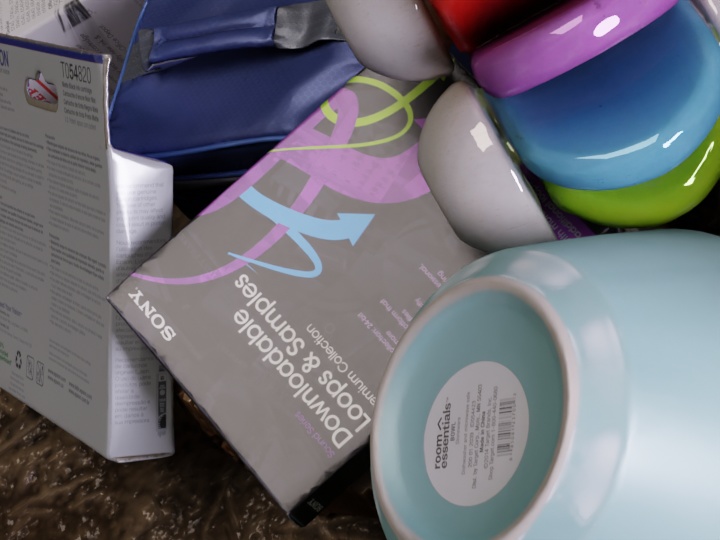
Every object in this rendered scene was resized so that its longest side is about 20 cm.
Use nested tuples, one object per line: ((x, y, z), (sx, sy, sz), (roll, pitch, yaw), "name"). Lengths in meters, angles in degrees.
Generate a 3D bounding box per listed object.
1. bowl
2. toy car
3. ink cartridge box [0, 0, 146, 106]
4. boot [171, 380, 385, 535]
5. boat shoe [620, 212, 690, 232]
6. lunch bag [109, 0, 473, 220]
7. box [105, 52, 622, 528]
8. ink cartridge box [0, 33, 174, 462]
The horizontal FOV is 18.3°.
((0.080, 0.068, 0.903), (0.201, 0.105, 0.201), (-20, 62, 43), "bowl")
((0.085, -0.110, 0.937), (0.175, 0.150, 0.200), (-29, 88, 4), "toy car")
((-0.146, -0.136, 1.296), (0.200, 0.116, 0.068), (-27, 48, 18), "ink cartridge box")
((-0.002, 0.065, 1.092), (0.200, 0.075, 0.107), (17, 67, 35), "boot")
((0.111, -0.096, 1.107), (0.075, 0.075, 0.203), (-17, 53, 24), "boat shoe")
((-0.039, -0.097, 1.180), (0.200, 0.132, 0.136), (-6, 58, 33), "lunch bag")
((0.000, 0.000, 1.035), (0.200, 0.036, 0.143), (-42, 69, -1), "box")
((-0.147, -0.020, 1.159), (0.199, 0.040, 0.201), (20, 113, 62), "ink cartridge box")
